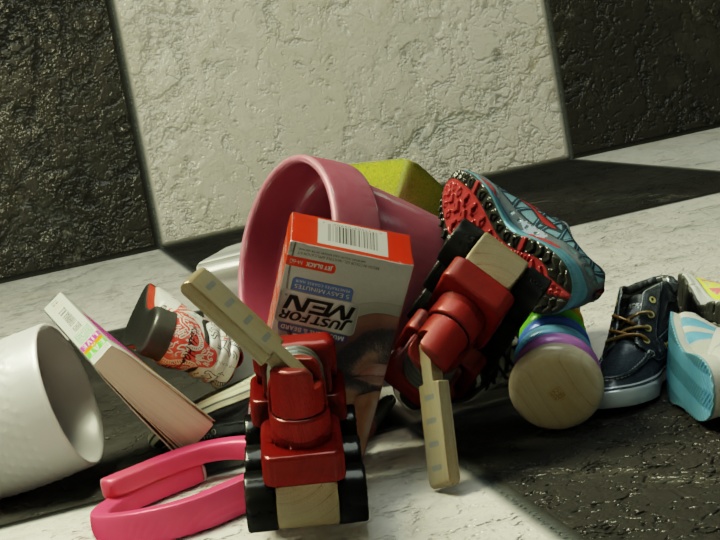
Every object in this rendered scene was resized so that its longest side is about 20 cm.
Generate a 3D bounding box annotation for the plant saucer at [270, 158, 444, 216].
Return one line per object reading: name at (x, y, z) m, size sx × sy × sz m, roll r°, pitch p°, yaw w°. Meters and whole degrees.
plant saucer at (0.026, -0.045, 1.679) m, size 0.199 × 0.048 × 0.199 m, roll -3°, pitch -28°, yaw 39°

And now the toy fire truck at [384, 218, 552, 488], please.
toy fire truck at (0.074, 0.088, 1.346) m, size 0.200 × 0.128 × 0.176 m, roll -50°, pitch -8°, yaw -28°

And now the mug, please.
mug at (-0.356, 0.157, 1.542) m, size 0.174 × 0.149 × 0.200 m, roll -22°, pitch -16°, yaw 6°

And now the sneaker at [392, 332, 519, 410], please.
sneaker at (0.126, 0.098, 1.545) m, size 0.198 × 0.076 × 0.088 m, roll -19°, pitch 14°, yaw 10°

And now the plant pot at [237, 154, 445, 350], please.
plant pot at (0.000, 0.000, 1.519) m, size 0.178 × 0.202 × 0.199 m, roll 9°, pitch -3°, yaw -32°

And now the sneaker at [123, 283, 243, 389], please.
sneaker at (-0.178, 0.071, 1.586) m, size 0.107 × 0.068 × 0.201 m, roll 24°, pitch 0°, yaw -15°

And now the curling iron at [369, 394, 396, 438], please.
curling iron at (-0.005, 0.147, 1.487) m, size 0.049 × 0.026 × 0.200 m, roll 7°, pitch 15°, yaw 22°

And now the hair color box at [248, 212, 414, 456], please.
hair color box at (-0.029, 0.060, 1.360) m, size 0.110 × 0.202 × 0.064 m, roll 10°, pitch 27°, yaw -6°

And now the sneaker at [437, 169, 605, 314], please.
sneaker at (0.152, -0.023, 1.466) m, size 0.095 × 0.080 × 0.200 m, roll 1°, pitch 36°, yaw -43°

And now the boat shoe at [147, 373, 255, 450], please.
boat shoe at (-0.136, 0.150, 1.541) m, size 0.199 × 0.063 × 0.074 m, roll -24°, pitch 5°, yaw 35°

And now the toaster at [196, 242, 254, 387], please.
toaster at (-0.090, 0.059, 1.686) m, size 0.117 × 0.183 × 0.200 m, roll -12°, pitch 7°, yaw 9°

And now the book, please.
book at (-0.231, 0.094, 1.511) m, size 0.048 × 0.134 × 0.200 m, roll -47°, pitch 26°, yaw -7°

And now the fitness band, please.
fitness band at (-0.146, 0.192, 1.365) m, size 0.199 × 0.038 × 0.143 m, roll -20°, pitch 15°, yaw -41°

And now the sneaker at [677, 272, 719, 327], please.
sneaker at (0.372, 0.050, 1.544) m, size 0.089 × 0.079 × 0.200 m, roll -4°, pitch 13°, yaw -8°

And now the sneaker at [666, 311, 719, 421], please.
sneaker at (0.318, 0.086, 1.374) m, size 0.080 × 0.077 × 0.200 m, roll -2°, pitch 14°, yaw -2°

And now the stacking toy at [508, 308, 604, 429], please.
stacking toy at (0.182, 0.062, 1.454) m, size 0.084 × 0.086 × 0.200 m, roll -9°, pitch 26°, yaw 11°

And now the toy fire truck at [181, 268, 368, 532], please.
toy fire truck at (-0.067, 0.086, 1.235) m, size 0.127 × 0.202 × 0.176 m, roll -5°, pitch 18°, yaw -2°

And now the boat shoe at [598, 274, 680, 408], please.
boat shoe at (0.258, 0.066, 1.480) m, size 0.070 × 0.092 × 0.200 m, roll -6°, pitch 10°, yaw 30°
